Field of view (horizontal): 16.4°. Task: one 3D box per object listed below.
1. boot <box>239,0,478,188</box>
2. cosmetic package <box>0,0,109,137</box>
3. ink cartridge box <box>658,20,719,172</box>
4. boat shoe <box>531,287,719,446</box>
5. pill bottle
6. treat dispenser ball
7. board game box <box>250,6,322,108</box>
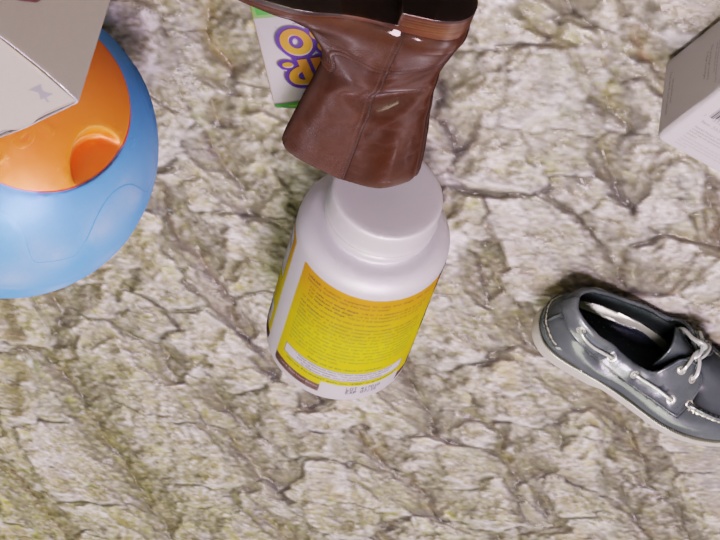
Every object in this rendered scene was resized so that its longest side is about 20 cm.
[{"bbox_3d":[-0.032,-0.129,1.598,0.186,0.064,0.200,15,149,-6],"label":"boot"},{"bbox_3d":[-0.205,-0.186,1.485,0.103,0.200,0.087,-19,136,36],"label":"cosmetic package"},{"bbox_3d":[0.290,-0.127,1.536,0.115,0.068,0.200,26,143,-20],"label":"ink cartridge box"},{"bbox_3d":[0.225,0.069,1.832,0.200,0.073,0.062,25,147,-10],"label":"boat shoe"},{"bbox_3d":[0.000,0.000,1.768,0.109,0.109,0.200,14,146,-3],"label":"pill bottle"},{"bbox_3d":[-0.234,-0.082,1.643,0.201,0.201,0.201,8,145,6],"label":"treat dispenser ball"},{"bbox_3d":[-0.021,-0.164,1.617,0.095,0.030,0.200,3,147,12],"label":"board game box"}]
